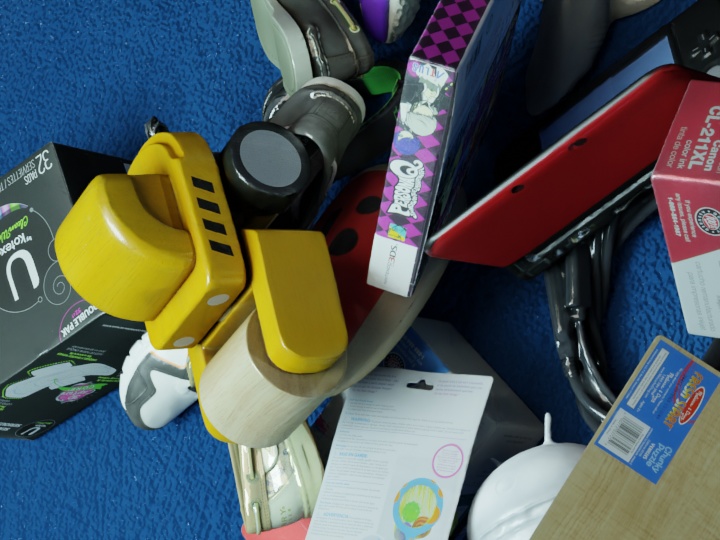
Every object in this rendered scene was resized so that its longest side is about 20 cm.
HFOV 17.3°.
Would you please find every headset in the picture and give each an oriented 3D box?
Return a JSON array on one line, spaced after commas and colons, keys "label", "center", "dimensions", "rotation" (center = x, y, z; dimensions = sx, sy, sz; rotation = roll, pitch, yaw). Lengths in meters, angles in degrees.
[{"label": "headset", "center": [-0.053, -0.100, 1.654], "dimensions": [0.200, 0.124, 0.094], "rotation": [-21, 116, 28]}]

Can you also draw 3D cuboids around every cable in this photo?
[{"label": "cable", "center": [0.199, 0.033, 1.515], "dimensions": [0.163, 0.051, 0.201], "rotation": [-18, 69, 28]}]

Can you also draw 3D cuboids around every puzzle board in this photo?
[{"label": "puzzle board", "center": [0.193, 0.159, 1.424], "dimensions": [0.150, 0.017, 0.200], "rotation": [32, 72, 6]}]

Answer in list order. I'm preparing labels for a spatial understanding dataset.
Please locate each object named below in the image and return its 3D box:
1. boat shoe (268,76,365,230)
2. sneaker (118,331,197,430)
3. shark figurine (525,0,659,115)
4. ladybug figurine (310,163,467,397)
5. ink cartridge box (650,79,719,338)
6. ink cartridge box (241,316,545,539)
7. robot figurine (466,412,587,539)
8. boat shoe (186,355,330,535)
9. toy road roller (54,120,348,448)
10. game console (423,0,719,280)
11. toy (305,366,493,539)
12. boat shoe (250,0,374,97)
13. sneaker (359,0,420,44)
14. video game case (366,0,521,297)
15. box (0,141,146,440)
[{"label": "boat shoe", "center": [-0.059, -0.050, 1.580], "dimensions": [0.067, 0.057, 0.200], "rotation": [32, 135, -2]}, {"label": "sneaker", "center": [-0.098, 0.055, 1.709], "dimensions": [0.200, 0.074, 0.080], "rotation": [-46, 62, 23]}, {"label": "shark figurine", "center": [0.123, -0.228, 1.575], "dimensions": [0.128, 0.089, 0.215], "rotation": [-27, 71, 29]}, {"label": "ladybug figurine", "center": [0.000, 0.000, 1.584], "dimensions": [0.136, 0.072, 0.200], "rotation": [-32, 23, 47]}, {"label": "ink cartridge box", "center": [0.284, -0.025, 1.363], "dimensions": [0.199, 0.146, 0.083], "rotation": [8, 51, 26]}, {"label": "ink cartridge box", "center": [0.019, 0.143, 1.614], "dimensions": [0.116, 0.067, 0.200], "rotation": [48, 112, 31]}, {"label": "robot figurine", "center": [0.137, 0.195, 1.492], "dimensions": [0.169, 0.113, 0.201], "rotation": [-36, 66, 37]}, {"label": "boat shoe", "center": [-0.082, 0.081, 1.601], "dimensions": [0.063, 0.073, 0.200], "rotation": [-19, 65, -13]}, {"label": "toy road roller", "center": [-0.105, 0.008, 1.485], "dimensions": [0.123, 0.146, 0.201], "rotation": [-48, 52, 51]}, {"label": "game console", "center": [0.137, -0.094, 1.488], "dimensions": [0.200, 0.119, 0.173], "rotation": [-36, 36, 25]}, {"label": "toy", "center": [0.023, 0.165, 1.525], "dimensions": [0.115, 0.047, 0.201], "rotation": [3, 66, 39]}, {"label": "boat shoe", "center": [-0.039, -0.179, 1.674], "dimensions": [0.201, 0.060, 0.072], "rotation": [-115, 14, -58]}, {"label": "sneaker", "center": [-0.007, -0.258, 1.641], "dimensions": [0.099, 0.070, 0.201], "rotation": [4, 113, 18]}, {"label": "video game case", "center": [0.059, -0.112, 1.500], "dimensions": [0.036, 0.200, 0.182], "rotation": [17, 132, 8]}, {"label": "box", "center": [-0.242, 0.020, 1.787], "dimensions": [0.200, 0.124, 0.149], "rotation": [-32, 66, 28]}]
